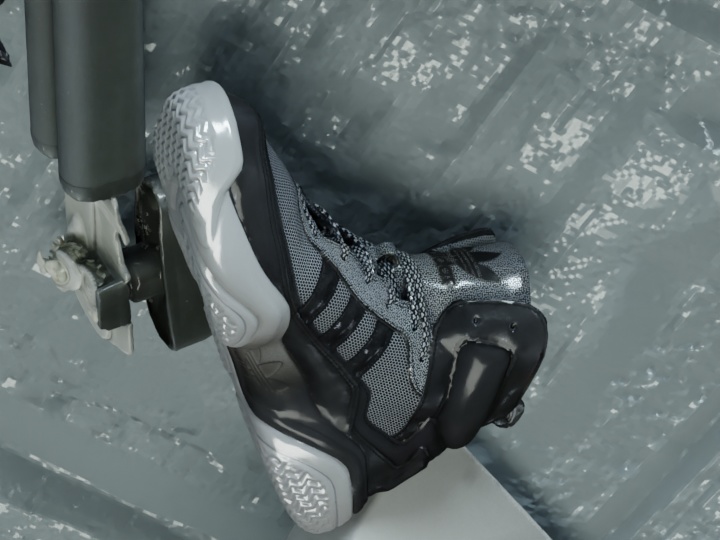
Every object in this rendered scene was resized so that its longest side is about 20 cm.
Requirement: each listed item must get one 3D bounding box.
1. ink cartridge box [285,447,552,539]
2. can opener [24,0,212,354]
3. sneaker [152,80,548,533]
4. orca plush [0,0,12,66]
[{"bbox_3d":[0.032,0.183,1.086,0.045,0.177,0.200,-5,136,49],"label":"ink cartridge box"},{"bbox_3d":[-0.087,-0.054,0.989,0.066,0.053,0.201,-22,135,-20],"label":"can opener"},{"bbox_3d":[0.000,0.000,0.985,0.113,0.076,0.201,-22,132,-5],"label":"sneaker"},{"bbox_3d":[-0.139,-0.144,0.871,0.105,0.071,0.200,44,134,14],"label":"orca plush"}]
